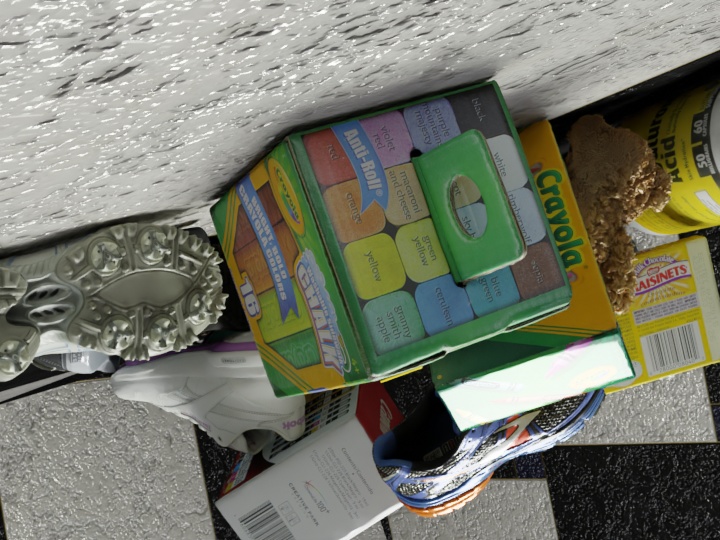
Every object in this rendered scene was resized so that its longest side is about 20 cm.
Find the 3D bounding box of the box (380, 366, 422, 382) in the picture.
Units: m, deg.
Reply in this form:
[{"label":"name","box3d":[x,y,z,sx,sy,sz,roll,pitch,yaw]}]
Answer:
[{"label":"box","box3d":[0.039,0.040,1.040,0.159,0.049,0.200,-12,148,-40]}]

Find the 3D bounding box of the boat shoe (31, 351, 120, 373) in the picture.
[{"label":"boat shoe","box3d":[-0.234,0.053,0.873,0.066,0.070,0.200,4,-178,-4]}]

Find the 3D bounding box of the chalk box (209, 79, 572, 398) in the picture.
[{"label":"chalk box","box3d":[0.017,-0.014,0.563,0.123,0.125,0.200,-18,176,-23]}]

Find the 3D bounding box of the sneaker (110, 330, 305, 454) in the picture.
[{"label":"sneaker","box3d":[-0.127,0.104,0.867,0.199,0.100,0.075,-7,-169,38]}]

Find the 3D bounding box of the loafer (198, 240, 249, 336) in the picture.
[{"label":"loafer","box3d":[-0.137,0.017,0.816,0.071,0.073,0.200,-6,-177,29]}]

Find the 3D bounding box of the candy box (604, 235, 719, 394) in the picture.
[{"label":"candy box","box3d":[0.189,0.047,0.858,0.199,0.103,0.026,-15,-174,-2]}]

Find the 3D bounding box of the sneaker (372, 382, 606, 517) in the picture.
[{"label":"sneaker","box3d":[0.090,0.095,0.738,0.200,0.075,0.078,-43,138,11]}]

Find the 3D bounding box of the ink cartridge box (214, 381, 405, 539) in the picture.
[{"label":"ink cartridge box","box3d":[-0.015,0.148,0.906,0.175,0.084,0.200,-33,-173,6]}]

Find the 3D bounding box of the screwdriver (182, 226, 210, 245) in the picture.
[{"label":"screwdriver","box3d":[-0.186,0.008,0.660,0.199,0.028,0.029,-16,-154,-20]}]

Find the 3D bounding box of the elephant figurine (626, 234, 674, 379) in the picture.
[{"label":"elephant figurine","box3d":[0.151,0.008,0.919,0.199,0.142,0.155,27,150,-34]}]

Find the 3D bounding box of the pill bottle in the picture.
[{"label":"pill bottle","box3d":[0.269,-0.088,0.881,0.111,0.112,0.200,-17,-179,-25]}]

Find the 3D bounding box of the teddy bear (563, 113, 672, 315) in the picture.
[{"label":"teddy bear","box3d":[0.151,-0.019,0.823,0.144,0.201,0.067,15,165,16]}]

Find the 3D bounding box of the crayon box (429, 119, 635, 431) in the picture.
[{"label":"crayon box","box3d":[0.099,-0.002,0.728,0.118,0.201,0.058,-19,136,12]}]

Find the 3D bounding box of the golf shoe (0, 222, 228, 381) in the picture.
[{"label":"golf shoe","box3d":[-0.172,0.015,0.602,0.199,0.079,0.097,-9,-171,-41]}]

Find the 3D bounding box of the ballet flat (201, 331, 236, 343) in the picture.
[{"label":"ballet flat","box3d":[-0.066,0.040,0.952,0.200,0.068,0.068,-45,170,-1]}]
